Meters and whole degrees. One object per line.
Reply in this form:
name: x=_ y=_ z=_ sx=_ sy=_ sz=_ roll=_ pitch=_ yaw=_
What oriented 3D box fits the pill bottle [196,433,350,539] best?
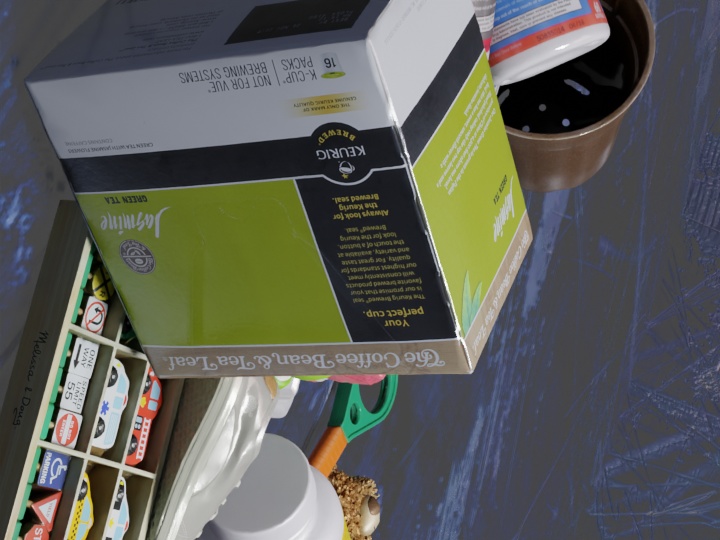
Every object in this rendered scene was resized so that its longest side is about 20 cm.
pill bottle: x=-0.062 y=0.209 z=1.096 sx=0.201 sy=0.111 sz=0.112 roll=79 pitch=30 yaw=-52

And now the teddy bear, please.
teddy bear: x=-0.012 y=0.261 z=1.347 sx=0.145 sy=0.066 sz=0.201 roll=-50 pitch=148 yaw=-58

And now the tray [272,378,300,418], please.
tray: x=-0.057 y=0.012 z=1.077 sx=0.107 sy=0.022 sz=0.202 roll=12 pitch=91 yaw=-58

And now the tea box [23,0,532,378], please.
tea box: x=-0.035 y=-0.056 z=0.785 sx=0.134 sy=0.199 sz=0.198 roll=-58 pitch=138 yaw=-49

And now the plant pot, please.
plant pot: x=0.189 y=-0.185 z=1.472 sx=0.198 sy=0.199 sz=0.202 roll=71 pitch=36 yaw=-71

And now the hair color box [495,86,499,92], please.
hair color box: x=0.104 y=-0.251 z=1.336 sx=0.111 sy=0.063 sz=0.201 roll=47 pitch=57 yaw=-59

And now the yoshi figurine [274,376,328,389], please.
yoshi figurine: x=-0.030 y=-0.011 z=0.987 sx=0.112 sy=0.112 sz=0.202 roll=-144 pitch=-113 yaw=-82

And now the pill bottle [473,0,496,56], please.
pill bottle: x=0.057 y=-0.261 z=1.131 sx=0.111 sy=0.110 sz=0.202 roll=-38 pitch=137 yaw=-62

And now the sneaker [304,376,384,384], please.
sneaker: x=0.000 y=0.000 z=1.176 sx=0.074 sy=0.086 sz=0.202 roll=-39 pitch=138 yaw=-62

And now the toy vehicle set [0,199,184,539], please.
toy vehicle set: x=-0.150 y=0.074 z=0.829 sx=0.124 sy=0.026 sz=0.202 roll=31 pitch=69 yaw=-60

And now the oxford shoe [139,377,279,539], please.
oxford shoe: x=-0.108 y=0.136 z=0.899 sx=0.058 sy=0.075 sz=0.201 roll=21 pitch=103 yaw=-35

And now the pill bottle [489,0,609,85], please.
pill bottle: x=0.124 y=-0.267 z=1.221 sx=0.201 sy=0.112 sz=0.112 roll=69 pitch=22 yaw=0

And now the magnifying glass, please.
magnifying glass: x=-0.013 y=0.133 z=1.307 sx=0.200 sy=0.022 sz=0.080 roll=-59 pitch=138 yaw=-46
